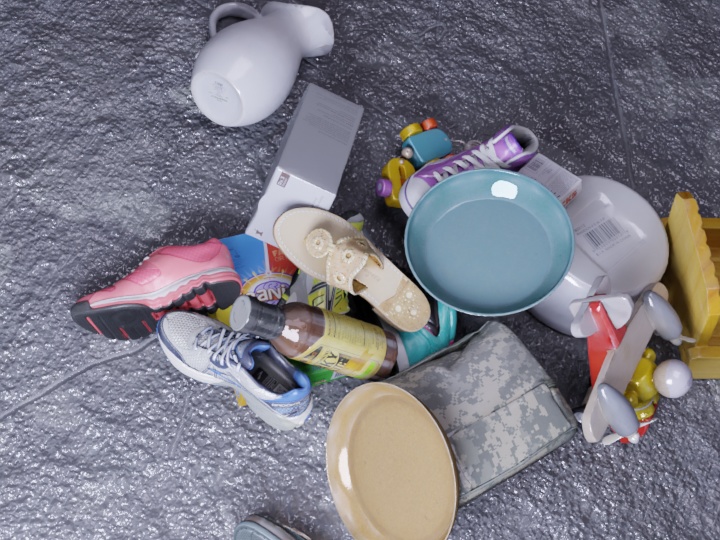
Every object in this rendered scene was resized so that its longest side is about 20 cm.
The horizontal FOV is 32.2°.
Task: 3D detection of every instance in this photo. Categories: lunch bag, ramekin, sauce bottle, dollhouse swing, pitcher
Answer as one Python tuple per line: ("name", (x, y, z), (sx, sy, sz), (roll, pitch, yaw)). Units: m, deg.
("lunch bag", (0.124, 0.164, 1.420), (0.199, 0.139, 0.168), (-26, 76, -23))
("ramekin", (0.293, -0.024, 1.588), (0.200, 0.098, 0.201), (6, 61, -10))
("sauce bottle", (-0.051, 0.071, 1.368), (0.199, 0.065, 0.065), (19, 55, -34))
("dollhouse swing", (0.466, 0.009, 1.567), (0.181, 0.176, 0.201), (1, 61, -13))
("pitcher", (-0.153, -0.281, 1.626), (0.171, 0.122, 0.200), (19, 46, 21))

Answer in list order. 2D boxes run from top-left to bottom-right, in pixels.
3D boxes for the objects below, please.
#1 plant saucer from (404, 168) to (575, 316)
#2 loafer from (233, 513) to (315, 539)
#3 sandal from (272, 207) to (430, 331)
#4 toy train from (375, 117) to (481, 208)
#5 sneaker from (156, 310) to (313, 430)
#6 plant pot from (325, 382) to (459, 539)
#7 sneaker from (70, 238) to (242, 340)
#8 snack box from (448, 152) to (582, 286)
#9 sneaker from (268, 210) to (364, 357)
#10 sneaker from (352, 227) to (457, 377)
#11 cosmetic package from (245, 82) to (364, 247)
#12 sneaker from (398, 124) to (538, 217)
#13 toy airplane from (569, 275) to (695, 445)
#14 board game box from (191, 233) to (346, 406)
("plant saucer", (0.152, -0.028, 1.474), (0.199, 0.036, 0.201), (-2, 60, 3))
("loafer", (-0.048, 0.329, 1.342), (0.200, 0.072, 0.063), (41, 41, 3))
("sandal", (0.003, -0.005, 1.403), (0.211, 0.070, 0.078), (37, 75, -15))
("toy train", (0.090, -0.100, 1.612), (0.150, 0.056, 0.200), (30, 53, -13))
("sneaker", (-0.134, 0.093, 1.383), (0.200, 0.085, 0.077), (29, 59, 4))
("plant pot", (0.038, 0.219, 1.350), (0.027, 0.200, 0.201), (-6, 61, -43))
("sneaker", (-0.237, 0.018, 1.448), (0.199, 0.074, 0.087), (-14, 55, -1))
("snack box", (0.180, -0.061, 1.529), (0.200, 0.024, 0.072), (-42, 59, -18))
("sneaker", (-0.043, 0.020, 1.460), (0.076, 0.075, 0.200), (31, 70, -4))
("sneaker", (0.061, 0.024, 1.514), (0.120, 0.084, 0.201), (-15, 70, -17))
("cosmetic package", (-0.066, -0.124, 1.514), (0.081, 0.113, 0.200), (23, 41, -8))
("sneaker", (0.140, -0.130, 1.551), (0.200, 0.114, 0.073), (-29, 83, -36))
("toy airplane", (0.315, 0.104, 1.445), (0.141, 0.199, 0.201), (11, 88, 29))
("board game box", (-0.103, 0.047, 1.489), (0.152, 0.040, 0.201), (-15, 66, -20))
